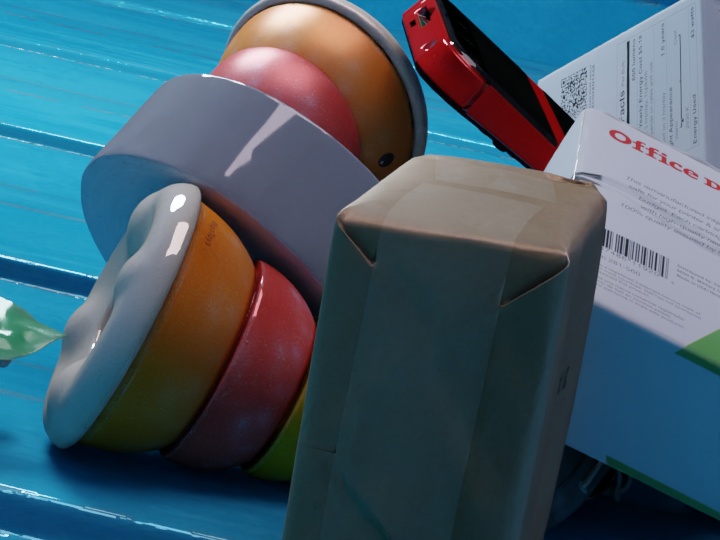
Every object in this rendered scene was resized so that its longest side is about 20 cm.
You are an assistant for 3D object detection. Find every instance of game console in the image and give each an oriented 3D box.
[{"bbox_3d":[0.098,-0.085,1.710,0.177,0.031,0.200,43,10,-13],"label":"game console"}]

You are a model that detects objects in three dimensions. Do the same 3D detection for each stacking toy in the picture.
[{"bbox_3d":[-0.066,-0.067,1.726,0.146,0.147,0.200,18,36,27],"label":"stacking toy"},{"bbox_3d":[-0.047,0.060,1.453,0.200,0.146,0.146,29,8,-11],"label":"stacking toy"}]

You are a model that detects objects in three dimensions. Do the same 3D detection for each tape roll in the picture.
[{"bbox_3d":[-0.054,-0.009,1.544,0.200,0.201,0.066,21,57,38],"label":"tape roll"}]

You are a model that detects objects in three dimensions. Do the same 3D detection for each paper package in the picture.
[{"bbox_3d":[0.041,0.056,1.305,0.103,0.191,0.200,11,10,8],"label":"paper package"}]

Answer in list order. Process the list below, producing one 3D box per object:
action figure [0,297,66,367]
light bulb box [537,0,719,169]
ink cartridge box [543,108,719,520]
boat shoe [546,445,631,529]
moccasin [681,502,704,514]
[{"bbox_3d":[-0.251,0.045,1.397,0.118,0.055,0.200,15,19,31],"label":"action figure"},{"bbox_3d":[0.215,-0.051,1.850,0.124,0.199,0.200,8,-17,-26],"label":"light bulb box"},{"bbox_3d":[0.155,0.019,1.503,0.146,0.084,0.200,27,29,-6],"label":"ink cartridge box"},{"bbox_3d":[0.110,0.103,1.544,0.062,0.073,0.200,59,15,9],"label":"boat shoe"},{"bbox_3d":[0.242,0.086,1.606,0.199,0.081,0.068,-8,62,-37],"label":"moccasin"}]
